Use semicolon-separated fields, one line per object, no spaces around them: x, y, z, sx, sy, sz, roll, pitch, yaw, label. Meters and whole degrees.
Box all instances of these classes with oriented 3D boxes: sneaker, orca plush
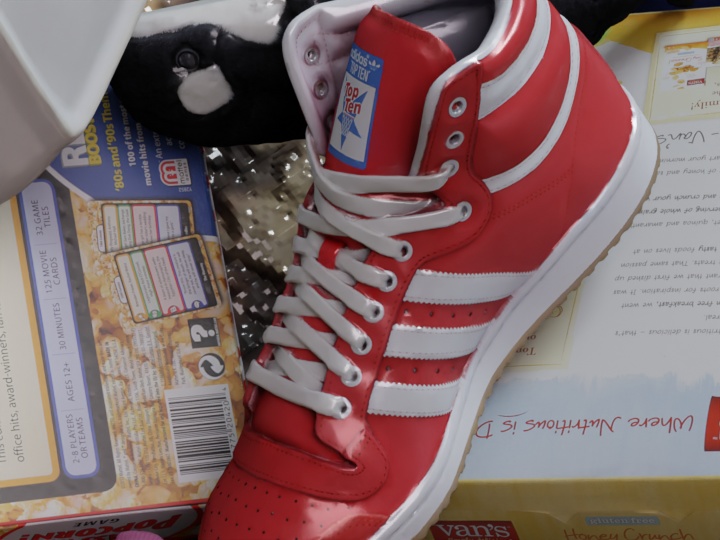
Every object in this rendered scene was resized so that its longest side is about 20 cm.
0.000;0.000;0.847;0.200;0.071;0.113;-54;137;-16;sneaker
0.021;-0.061;0.931;0.199;0.105;0.071;-14;98;-26;orca plush

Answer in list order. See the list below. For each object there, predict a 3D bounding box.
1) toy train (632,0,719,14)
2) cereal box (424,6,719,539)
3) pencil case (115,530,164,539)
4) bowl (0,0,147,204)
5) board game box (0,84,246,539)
0.118;-0.133;1.027;0.199;0.085;0.116;12;58;-13;toy train
0.095;-0.001;0.924;0.143;0.040;0.201;-2;48;21;cereal box
-0.033;0.175;0.870;0.086;0.083;0.200;-36;85;-32;pencil case
-0.106;-0.122;0.828;0.074;0.200;0.201;14;66;21;bowl
-0.139;0.014;0.910;0.199;0.046;0.152;-5;73;-19;board game box
